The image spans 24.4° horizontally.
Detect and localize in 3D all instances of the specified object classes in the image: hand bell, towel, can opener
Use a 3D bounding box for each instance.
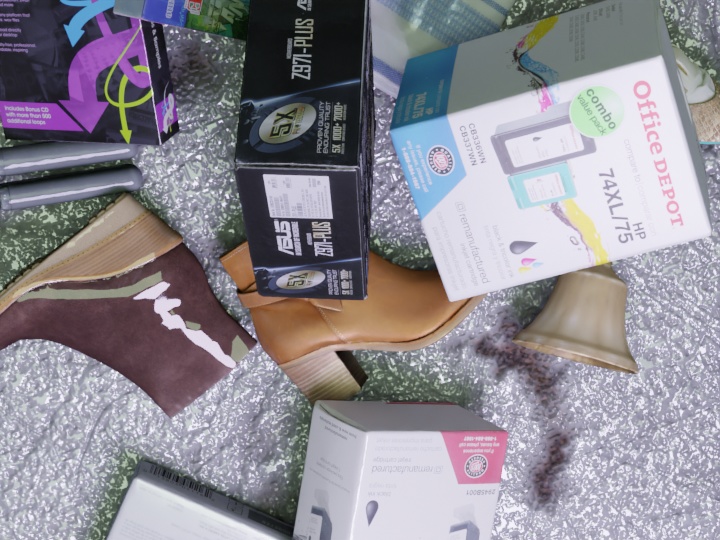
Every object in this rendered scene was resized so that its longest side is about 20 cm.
[{"bbox_3d":[0.195,-0.027,1.329,0.103,0.104,0.201,15,85,-4],"label":"hand bell"},{"bbox_3d":[0.060,-0.226,1.288,0.146,0.024,0.201,27,96,-30],"label":"towel"},{"bbox_3d":[-0.273,-0.075,1.309,0.198,0.066,0.053,-9,102,-9],"label":"can opener"}]

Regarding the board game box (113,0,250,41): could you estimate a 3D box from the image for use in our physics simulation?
[{"bbox_3d":[-0.075,-0.270,1.235,0.199,0.041,0.202,4,102,-44],"label":"board game box"}]

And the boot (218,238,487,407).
[{"bbox_3d":[0.000,0.000,1.327,0.199,0.077,0.156,-33,94,10],"label":"boot"}]

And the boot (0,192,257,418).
[{"bbox_3d":[-0.203,0.056,1.321,0.200,0.072,0.167,-37,100,6],"label":"boot"}]

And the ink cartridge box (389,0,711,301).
[{"bbox_3d":[0.143,-0.094,1.227,0.199,0.146,0.147,-15,114,15],"label":"ink cartridge box"}]

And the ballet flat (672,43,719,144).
[{"bbox_3d":[0.215,-0.148,1.303,0.198,0.071,0.066,9,134,-5],"label":"ballet flat"}]

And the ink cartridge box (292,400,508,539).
[{"bbox_3d":[0.025,0.211,1.318,0.145,0.085,0.202,4,101,-34],"label":"ink cartridge box"}]

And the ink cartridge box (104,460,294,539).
[{"bbox_3d":[-0.149,0.279,1.373,0.159,0.047,0.201,24,102,-6],"label":"ink cartridge box"}]

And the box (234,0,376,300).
[{"bbox_3d":[-0.036,-0.095,1.207,0.085,0.200,0.165,2,64,3],"label":"box"}]

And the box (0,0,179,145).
[{"bbox_3d":[-0.220,-0.194,1.250,0.142,0.036,0.201,3,116,22],"label":"box"}]
